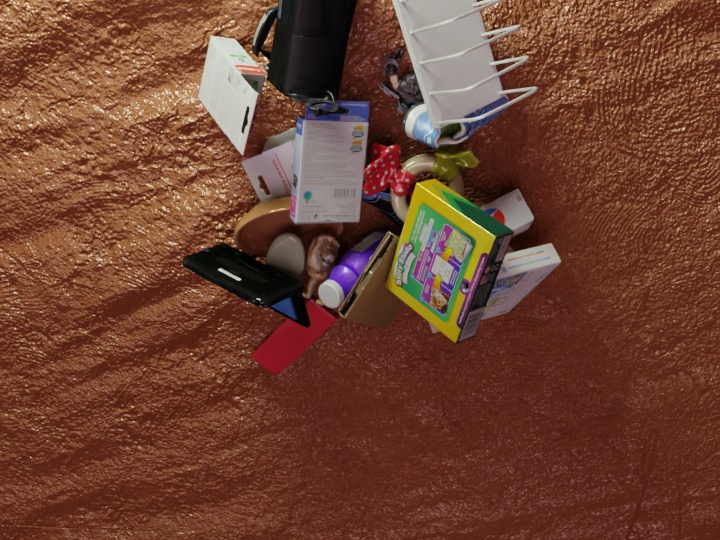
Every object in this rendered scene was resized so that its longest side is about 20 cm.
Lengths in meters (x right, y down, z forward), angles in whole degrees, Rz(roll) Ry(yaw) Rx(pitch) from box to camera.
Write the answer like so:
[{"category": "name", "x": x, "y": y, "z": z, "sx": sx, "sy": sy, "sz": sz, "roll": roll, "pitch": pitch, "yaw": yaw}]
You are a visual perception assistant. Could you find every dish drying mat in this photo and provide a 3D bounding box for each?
[{"category": "dish drying mat", "x": -0.135, "y": 0.133, "z": 1.648, "sx": 0.076, "sy": 0.018, "sz": 0.200, "roll": 38, "pitch": 116, "yaw": -17}]

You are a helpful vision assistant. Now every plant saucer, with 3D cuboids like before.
[{"category": "plant saucer", "x": -0.130, "y": -0.079, "z": 1.458, "sx": 0.195, "sy": 0.038, "sz": 0.201, "roll": -9, "pitch": 158, "yaw": -4}]

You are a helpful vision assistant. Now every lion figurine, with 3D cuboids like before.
[{"category": "lion figurine", "x": -0.038, "y": 0.009, "z": 1.522, "sx": 0.072, "sy": 0.199, "sz": 0.125, "roll": 22, "pitch": 91, "yaw": 36}]

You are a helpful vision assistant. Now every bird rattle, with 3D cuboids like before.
[{"category": "bird rattle", "x": 0.104, "y": -0.144, "z": 1.371, "sx": 0.196, "sy": 0.113, "sz": 0.166, "roll": -19, "pitch": 111, "yaw": -7}]

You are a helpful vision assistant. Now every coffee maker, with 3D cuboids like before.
[{"category": "coffee maker", "x": -0.063, "y": -0.373, "z": 1.248, "sx": 0.191, "sy": 0.133, "sz": 0.203, "roll": 39, "pitch": 130, "yaw": 34}]

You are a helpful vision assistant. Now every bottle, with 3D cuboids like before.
[{"category": "bottle", "x": 0.000, "y": 0.000, "z": 1.453, "sx": 0.064, "sy": 0.199, "sz": 0.085, "roll": 17, "pitch": 126, "yaw": 29}]

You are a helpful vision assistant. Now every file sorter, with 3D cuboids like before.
[{"category": "file sorter", "x": 0.160, "y": -0.330, "z": 1.196, "sx": 0.137, "sy": 0.124, "sz": 0.204, "roll": -27, "pitch": 109, "yaw": -21}]

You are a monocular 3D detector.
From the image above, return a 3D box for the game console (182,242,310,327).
[{"category": "game console", "x": -0.204, "y": 0.043, "z": 1.479, "sx": 0.197, "sy": 0.175, "sz": 0.119, "roll": 24, "pitch": 116, "yaw": 24}]

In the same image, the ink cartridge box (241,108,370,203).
[{"category": "ink cartridge box", "x": -0.094, "y": -0.189, "z": 1.425, "sx": 0.196, "sy": 0.068, "sz": 0.118, "roll": -18, "pitch": 117, "yaw": 15}]

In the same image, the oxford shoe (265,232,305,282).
[{"category": "oxford shoe", "x": -0.134, "y": -0.009, "z": 1.512, "sx": 0.074, "sy": 0.058, "sz": 0.202, "roll": 16, "pitch": 144, "yaw": 7}]

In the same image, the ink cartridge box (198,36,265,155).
[{"category": "ink cartridge box", "x": -0.197, "y": -0.281, "z": 1.310, "sx": 0.050, "sy": 0.201, "sz": 0.111, "roll": -4, "pitch": 129, "yaw": -35}]

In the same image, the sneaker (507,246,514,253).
[{"category": "sneaker", "x": 0.185, "y": -0.011, "z": 1.511, "sx": 0.197, "sy": 0.076, "sz": 0.089, "roll": -27, "pitch": 108, "yaw": 9}]

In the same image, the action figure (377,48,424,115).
[{"category": "action figure", "x": 0.108, "y": -0.334, "z": 1.326, "sx": 0.128, "sy": 0.070, "sz": 0.202, "roll": 21, "pitch": 124, "yaw": -16}]

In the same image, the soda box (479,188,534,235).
[{"category": "soda box", "x": 0.200, "y": -0.064, "z": 1.423, "sx": 0.197, "sy": 0.068, "sz": 0.065, "roll": -28, "pitch": 78, "yaw": -4}]

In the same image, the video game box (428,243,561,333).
[{"category": "video game box", "x": 0.231, "y": 0.034, "z": 1.445, "sx": 0.179, "sy": 0.047, "sz": 0.201, "roll": -15, "pitch": 158, "yaw": -28}]

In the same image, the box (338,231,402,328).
[{"category": "box", "x": 0.047, "y": 0.023, "z": 1.450, "sx": 0.021, "sy": 0.199, "sz": 0.165, "roll": 34, "pitch": 95, "yaw": 23}]

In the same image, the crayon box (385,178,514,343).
[{"category": "crayon box", "x": 0.138, "y": -0.016, "z": 1.321, "sx": 0.172, "sy": 0.058, "sz": 0.203, "roll": 39, "pitch": 126, "yaw": 33}]

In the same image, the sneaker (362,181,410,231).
[{"category": "sneaker", "x": 0.077, "y": -0.104, "z": 1.459, "sx": 0.196, "sy": 0.070, "sz": 0.079, "roll": 15, "pitch": 114, "yaw": -6}]

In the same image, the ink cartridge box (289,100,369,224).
[{"category": "ink cartridge box", "x": -0.051, "y": -0.179, "z": 1.338, "sx": 0.117, "sy": 0.042, "sz": 0.204, "roll": -3, "pitch": 112, "yaw": -24}]

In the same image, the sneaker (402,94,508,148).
[{"category": "sneaker", "x": 0.166, "y": -0.243, "z": 1.326, "sx": 0.197, "sy": 0.077, "sz": 0.077, "roll": -24, "pitch": 136, "yaw": -22}]
